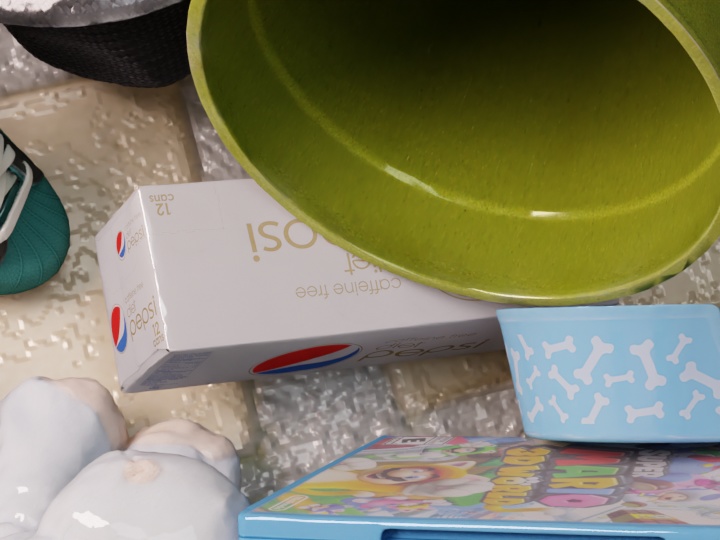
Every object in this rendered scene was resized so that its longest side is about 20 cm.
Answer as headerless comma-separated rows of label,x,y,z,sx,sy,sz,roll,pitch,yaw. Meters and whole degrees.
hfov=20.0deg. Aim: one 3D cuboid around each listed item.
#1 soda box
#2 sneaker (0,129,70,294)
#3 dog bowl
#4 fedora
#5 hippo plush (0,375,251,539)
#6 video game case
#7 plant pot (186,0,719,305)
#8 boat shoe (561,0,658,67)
soda box,0.000,0.000,0.824,0.200,0.064,0.068,-5,75,-26
sneaker,-0.172,-0.051,0.774,0.200,0.080,0.071,40,60,-40
dog bowl,0.150,0.038,0.762,0.200,0.111,0.050,-1,88,-10
fedora,-0.105,-0.139,0.834,0.200,0.092,0.201,-5,47,6
hippo plush,-0.119,0.113,0.743,0.200,0.161,0.159,-34,83,-17
video game case,0.076,0.079,0.712,0.200,0.143,0.018,-1,96,21
plant pot,0.063,-0.124,0.761,0.200,0.200,0.193,25,55,-2
boat shoe,0.125,-0.099,0.854,0.200,0.070,0.072,-7,31,15
